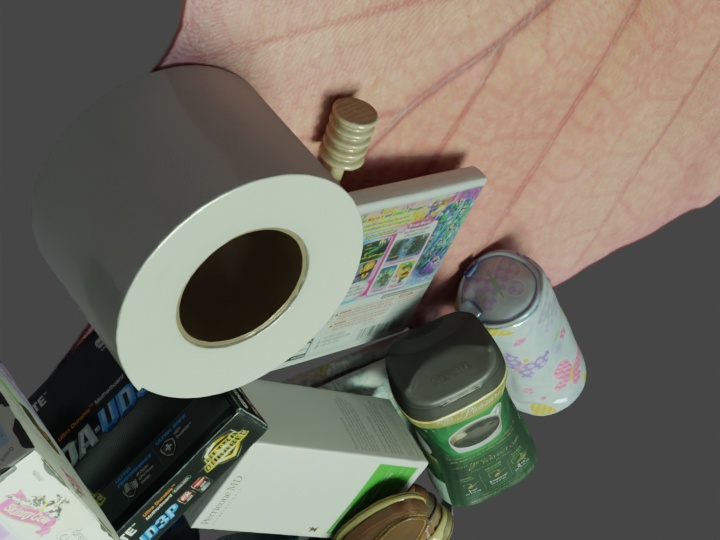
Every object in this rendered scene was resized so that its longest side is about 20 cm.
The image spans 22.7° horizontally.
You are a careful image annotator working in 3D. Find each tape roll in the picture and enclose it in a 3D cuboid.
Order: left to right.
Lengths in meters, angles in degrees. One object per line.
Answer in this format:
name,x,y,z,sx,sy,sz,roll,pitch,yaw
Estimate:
tape roll,-0.117,-0.028,1.290,0.203,0.139,0.203,-25,142,-21

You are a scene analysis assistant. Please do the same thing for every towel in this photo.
towel,-0.010,0.144,1.654,0.200,0.048,0.171,-22,137,-25

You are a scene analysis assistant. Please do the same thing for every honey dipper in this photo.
honey dipper,-0.030,-0.048,1.439,0.038,0.038,0.200,-12,137,-34

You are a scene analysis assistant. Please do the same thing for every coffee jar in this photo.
coffee jar,0.090,0.124,1.613,0.104,0.085,0.200,-27,141,-4

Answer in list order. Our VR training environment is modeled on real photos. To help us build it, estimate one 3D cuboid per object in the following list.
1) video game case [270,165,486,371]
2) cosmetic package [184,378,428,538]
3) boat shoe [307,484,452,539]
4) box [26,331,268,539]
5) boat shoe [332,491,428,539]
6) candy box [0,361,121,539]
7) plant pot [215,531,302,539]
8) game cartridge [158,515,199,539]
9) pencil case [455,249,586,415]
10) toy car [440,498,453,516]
video game case,0.000,0.000,1.495,0.200,0.024,0.182,-14,142,-45
cosmetic package,-0.057,0.161,1.525,0.200,0.085,0.108,10,126,-42
boat shoe,-0.016,0.251,1.655,0.200,0.072,0.068,-27,121,16
box,-0.186,0.131,1.376,0.200,0.159,0.046,-44,142,5
boat shoe,0.003,0.271,1.565,0.072,0.068,0.200,9,131,-40
candy box,-0.263,0.116,1.254,0.072,0.200,0.168,-36,144,-7
plant pot,-0.154,0.320,1.531,0.196,0.200,0.200,-1,130,-26
game cartridge,-0.215,0.216,1.548,0.133,0.040,0.200,-40,145,-8
pencil case,0.152,0.063,1.682,0.091,0.083,0.200,-52,147,-12
toy car,0.015,0.287,1.741,0.158,0.164,0.200,11,110,-48
